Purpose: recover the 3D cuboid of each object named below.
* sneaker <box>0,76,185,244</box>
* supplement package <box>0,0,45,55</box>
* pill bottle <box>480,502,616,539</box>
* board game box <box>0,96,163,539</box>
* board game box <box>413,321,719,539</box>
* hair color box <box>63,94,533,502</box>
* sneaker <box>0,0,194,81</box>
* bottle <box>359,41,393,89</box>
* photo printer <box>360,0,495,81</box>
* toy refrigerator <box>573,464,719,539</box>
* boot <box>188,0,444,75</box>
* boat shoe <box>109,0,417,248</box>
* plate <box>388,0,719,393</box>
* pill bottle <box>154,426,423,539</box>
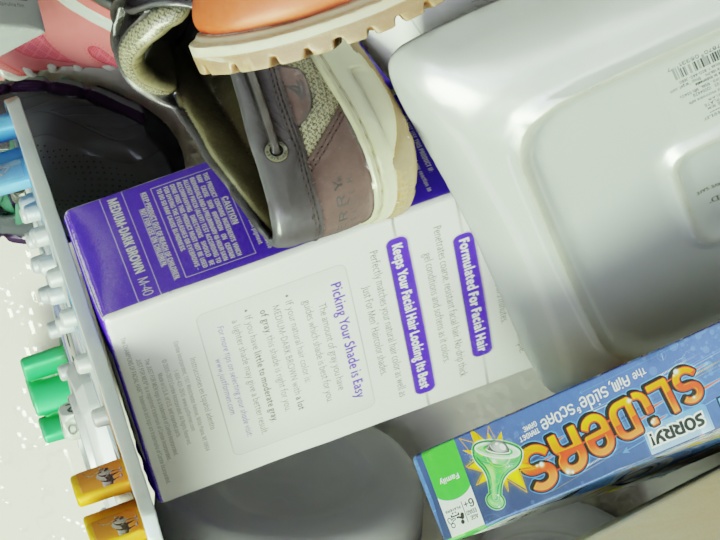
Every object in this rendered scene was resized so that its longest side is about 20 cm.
[{"bbox_3d":[-0.173,-0.033,1.137,0.198,0.088,0.075,5,120,15],"label":"sneaker"},{"bbox_3d":[-0.234,-0.155,0.994,0.151,0.150,0.201,-22,78,36],"label":"supplement package"},{"bbox_3d":[0.063,0.178,1.113,0.111,0.200,0.112,7,119,13],"label":"pill bottle"},{"bbox_3d":[-0.106,0.068,1.079,0.026,0.201,0.201,-16,147,-9],"label":"board game box"},{"bbox_3d":[0.123,0.048,1.027,0.135,0.200,0.035,-26,81,28],"label":"board game box"},{"bbox_3d":[0.000,0.000,1.047,0.199,0.065,0.110,-18,137,-6],"label":"hair color box"},{"bbox_3d":[-0.127,-0.109,1.102,0.199,0.074,0.087,24,133,12],"label":"sneaker"},{"bbox_3d":[-0.024,-0.162,1.032,0.083,0.065,0.201,-17,112,31],"label":"bottle"},{"bbox_3d":[0.074,-0.151,0.969,0.199,0.070,0.167,-25,110,4],"label":"photo printer"},{"bbox_3d":[0.116,0.125,1.048,0.070,0.199,0.076,-30,83,39],"label":"toy refrigerator"},{"bbox_3d":[0.017,-0.143,0.896,0.199,0.075,0.108,-33,106,-3],"label":"boot"},{"bbox_3d":[-0.057,-0.088,0.995,0.200,0.065,0.072,52,149,23],"label":"boat shoe"},{"bbox_3d":[0.132,-0.043,0.986,0.198,0.032,0.200,-23,136,5],"label":"plate"},{"bbox_3d":[-0.034,0.168,1.190,0.111,0.112,0.201,10,121,12],"label":"pill bottle"}]
